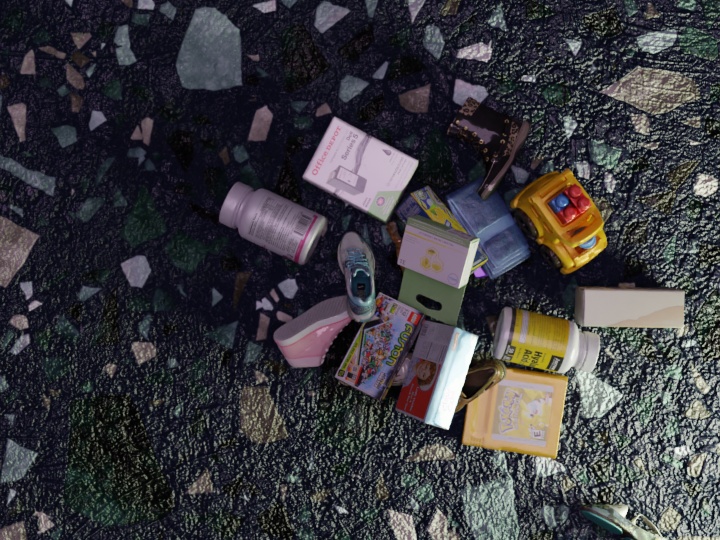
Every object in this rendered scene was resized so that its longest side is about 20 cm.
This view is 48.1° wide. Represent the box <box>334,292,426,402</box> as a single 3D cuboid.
[{"bbox_3d":[0.042,0.157,1.665,0.110,0.035,0.200,25,78,16],"label":"box"}]

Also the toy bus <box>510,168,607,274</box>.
[{"bbox_3d":[0.416,-0.102,1.600,0.136,0.192,0.200,-36,91,-5],"label":"toy bus"}]

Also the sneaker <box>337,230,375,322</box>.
[{"bbox_3d":[0.000,0.000,1.661,0.078,0.086,0.200,-8,65,-7],"label":"sneaker"}]

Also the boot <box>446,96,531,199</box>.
[{"bbox_3d":[0.246,-0.255,1.654,0.150,0.073,0.200,30,74,4],"label":"boot"}]

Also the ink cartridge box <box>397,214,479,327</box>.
[{"bbox_3d":[0.144,0.005,1.617,0.145,0.048,0.200,23,113,26],"label":"ink cartridge box"}]

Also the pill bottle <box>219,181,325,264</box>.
[{"bbox_3d":[-0.184,-0.102,1.680,0.200,0.113,0.113,25,93,3],"label":"pill bottle"}]

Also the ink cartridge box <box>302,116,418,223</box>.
[{"bbox_3d":[0.000,-0.207,1.680,0.200,0.084,0.146,28,93,2],"label":"ink cartridge box"}]

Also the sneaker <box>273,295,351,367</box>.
[{"bbox_3d":[-0.080,0.134,1.707,0.200,0.075,0.105,-28,122,-14],"label":"sneaker"}]

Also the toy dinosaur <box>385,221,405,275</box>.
[{"bbox_3d":[0.104,-0.014,1.704,0.106,0.060,0.200,-8,103,19],"label":"toy dinosaur"}]

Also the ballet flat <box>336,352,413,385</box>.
[{"bbox_3d":[0.048,0.217,1.700,0.200,0.062,0.068,-10,92,3],"label":"ballet flat"}]

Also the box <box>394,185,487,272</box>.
[{"bbox_3d":[0.165,-0.073,1.652,0.200,0.070,0.064,52,132,9],"label":"box"}]

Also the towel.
[{"bbox_3d":[0.267,-0.093,1.678,0.112,0.049,0.200,-30,89,-7],"label":"towel"}]

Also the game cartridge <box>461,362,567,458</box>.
[{"bbox_3d":[0.324,0.295,1.700,0.200,0.032,0.177,8,92,3],"label":"game cartridge"}]

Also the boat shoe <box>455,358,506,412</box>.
[{"bbox_3d":[0.206,0.243,1.669,0.200,0.068,0.072,-39,76,18],"label":"boat shoe"}]

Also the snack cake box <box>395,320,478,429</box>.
[{"bbox_3d":[0.155,0.210,1.646,0.067,0.115,0.200,22,84,-30],"label":"snack cake box"}]

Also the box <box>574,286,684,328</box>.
[{"bbox_3d":[0.547,0.074,1.650,0.200,0.095,0.078,1,92,5],"label":"box"}]

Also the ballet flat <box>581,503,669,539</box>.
[{"bbox_3d":[0.555,0.529,1.683,0.200,0.074,0.074,34,93,0],"label":"ballet flat"}]

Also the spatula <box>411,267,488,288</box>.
[{"bbox_3d":[0.202,0.003,1.695,0.200,0.021,0.057,-16,90,-12],"label":"spatula"}]

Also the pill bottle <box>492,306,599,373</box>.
[{"bbox_3d":[0.380,0.147,1.653,0.200,0.111,0.111,12,92,3],"label":"pill bottle"}]
